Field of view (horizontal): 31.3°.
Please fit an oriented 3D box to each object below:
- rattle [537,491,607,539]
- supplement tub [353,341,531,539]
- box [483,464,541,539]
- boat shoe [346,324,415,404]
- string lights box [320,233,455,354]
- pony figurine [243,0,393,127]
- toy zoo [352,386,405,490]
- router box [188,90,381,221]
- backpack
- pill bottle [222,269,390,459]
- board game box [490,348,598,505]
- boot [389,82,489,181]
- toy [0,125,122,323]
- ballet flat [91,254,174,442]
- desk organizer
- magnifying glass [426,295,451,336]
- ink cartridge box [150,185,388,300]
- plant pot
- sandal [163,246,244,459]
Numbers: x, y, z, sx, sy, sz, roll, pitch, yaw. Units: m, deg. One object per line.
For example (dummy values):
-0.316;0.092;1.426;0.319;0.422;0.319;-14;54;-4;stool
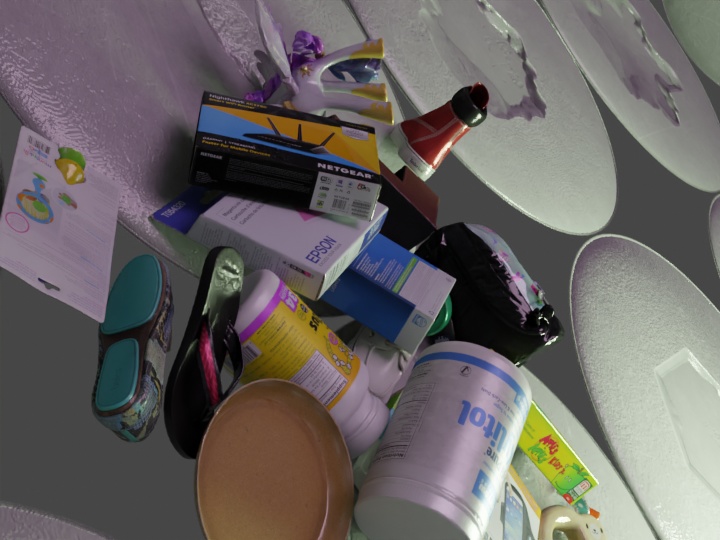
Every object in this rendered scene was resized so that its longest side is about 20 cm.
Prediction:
0.292;0.310;1.568;0.130;0.143;0.200;41;35;12;rattle
0.086;0.184;1.300;0.132;0.132;0.200;42;51;-22;supplement tub
0.154;0.303;1.450;0.119;0.041;0.200;56;26;-23;box
0.034;0.089;1.479;0.072;0.066;0.200;49;31;-12;boat shoe
0.000;0.000;1.456;0.200;0.059;0.103;31;32;3;string lights box
-0.069;-0.223;1.527;0.167;0.200;0.193;87;-3;-60;pony figurine
0.055;0.230;1.417;0.131;0.020;0.200;50;31;-10;toy zoo
-0.082;-0.127;1.397;0.200;0.051;0.149;11;29;-10;router box
0.147;0.037;1.625;0.200;0.167;0.127;60;14;13;backpack
-0.062;0.100;1.295;0.200;0.104;0.104;46;32;-17;pill bottle
0.208;0.191;1.559;0.200;0.048;0.102;49;4;-38;board game box
0.115;-0.203;1.756;0.072;0.144;0.200;43;8;-13;boot
-0.283;-0.037;1.174;0.115;0.047;0.200;33;34;-28;toy
-0.204;0.074;1.175;0.074;0.074;0.200;37;37;-28;ballet flat
0.011;-0.118;1.643;0.200;0.072;0.077;43;30;-21;desk organizer
0.034;-0.003;1.573;0.200;0.080;0.022;49;32;10;magnifying glass
-0.092;-0.064;1.382;0.200;0.043;0.196;27;31;8;ink cartridge box
-0.083;0.201;1.195;0.200;0.027;0.200;14;71;-45;plant pot
-0.134;0.076;1.183;0.075;0.045;0.200;25;76;-65;sandal
